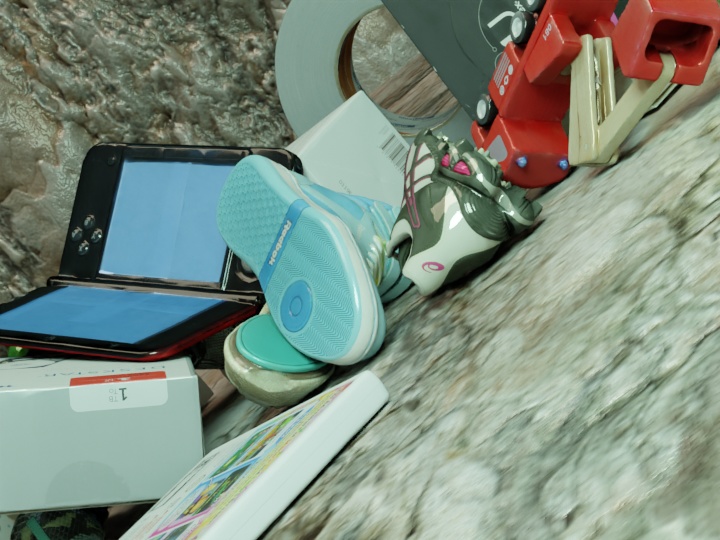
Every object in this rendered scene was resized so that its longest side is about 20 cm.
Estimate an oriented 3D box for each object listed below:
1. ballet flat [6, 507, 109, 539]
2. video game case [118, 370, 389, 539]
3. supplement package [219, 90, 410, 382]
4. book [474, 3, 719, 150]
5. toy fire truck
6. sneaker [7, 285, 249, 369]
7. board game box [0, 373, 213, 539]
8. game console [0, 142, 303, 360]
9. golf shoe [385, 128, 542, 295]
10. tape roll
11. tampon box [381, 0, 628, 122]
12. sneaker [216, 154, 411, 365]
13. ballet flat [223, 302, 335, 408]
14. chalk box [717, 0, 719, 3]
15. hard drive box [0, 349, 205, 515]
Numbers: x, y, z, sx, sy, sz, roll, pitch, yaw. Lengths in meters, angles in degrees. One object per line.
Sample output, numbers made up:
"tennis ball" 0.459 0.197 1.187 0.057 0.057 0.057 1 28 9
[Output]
"ballet flat" -0.205 0.164 1.345 0.074 0.074 0.200 -41 7 -9
"video game case" -0.092 0.142 1.076 0.200 0.024 0.182 -44 8 -36
"supplement package" -0.049 -0.023 1.509 0.200 0.114 0.110 -33 11 40
"book" 0.168 -0.130 1.350 0.134 0.048 0.200 -42 4 -29
"toy fire truck" 0.134 -0.110 1.200 0.141 0.049 0.200 -110 32 -43
"sneaker" -0.163 0.057 1.482 0.200 0.078 0.085 -4 33 18
"board game box" -0.226 0.151 1.559 0.200 0.064 0.148 -36 8 36
"game console" -0.161 -0.018 1.392 0.200 0.119 0.172 5 79 35
"golf shoe" 0.046 -0.035 1.261 0.088 0.077 0.200 -48 6 0
"tape roll" 0.037 -0.161 1.566 0.200 0.200 0.066 -38 6 18
"tampon box" 0.124 -0.220 1.406 0.126 0.150 0.200 -36 3 42
"sneaker" 0.000 0.000 1.288 0.080 0.131 0.200 -59 37 20
"ballet flat" -0.048 0.057 1.290 0.200 0.067 0.062 -50 -16 -72
"chalk box" 0.276 -0.249 1.179 0.200 0.124 0.124 -38 7 25
"hard drive box" -0.180 0.099 1.293 0.156 0.077 0.200 -4 4 -7
